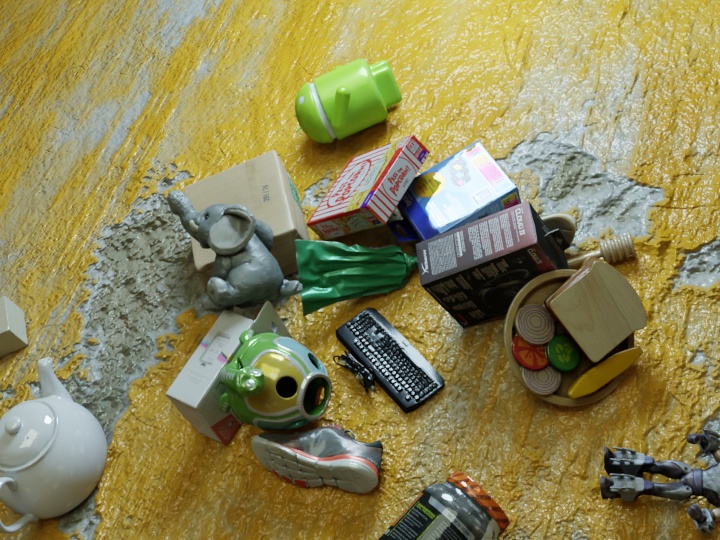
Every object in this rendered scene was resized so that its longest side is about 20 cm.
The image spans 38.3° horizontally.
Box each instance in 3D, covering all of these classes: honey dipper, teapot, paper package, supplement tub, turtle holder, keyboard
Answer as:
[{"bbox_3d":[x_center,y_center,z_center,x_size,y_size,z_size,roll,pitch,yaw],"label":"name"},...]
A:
[{"bbox_3d":[0.308,-0.011,1.546,0.198,0.038,0.038,-17,49,14],"label":"honey dipper"},{"bbox_3d":[-0.495,0.273,1.582,0.197,0.147,0.200,-38,50,-9],"label":"teapot"},{"bbox_3d":[-0.190,-0.074,1.752,0.188,0.104,0.201,-21,48,4],"label":"paper package"},{"bbox_3d":[0.087,0.356,1.294,0.200,0.123,0.122,-44,51,-13],"label":"supplement tub"},{"bbox_3d":[-0.121,0.155,1.491,0.130,0.186,0.142,14,59,31],"label":"turtle holder"},{"bbox_3d":[0.030,0.132,1.546,0.104,0.040,0.200,-38,49,-10],"label":"keyboard"}]

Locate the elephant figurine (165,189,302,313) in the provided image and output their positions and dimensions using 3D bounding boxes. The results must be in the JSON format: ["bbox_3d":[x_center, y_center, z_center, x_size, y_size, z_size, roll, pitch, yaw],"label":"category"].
[{"bbox_3d":[-0.198,-0.045,1.596,0.153,0.141,0.203,-5,80,-28],"label":"elephant figurine"}]

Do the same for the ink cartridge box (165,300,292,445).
[{"bbox_3d":[-0.194,0.145,1.576,0.067,0.117,0.201,18,61,32],"label":"ink cartridge box"}]

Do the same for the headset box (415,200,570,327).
[{"bbox_3d":[0.200,-0.008,1.481,0.198,0.149,0.078,-22,53,22],"label":"headset box"}]

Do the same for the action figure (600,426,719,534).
[{"bbox_3d":[0.399,0.260,1.278,0.197,0.070,0.131,0,49,19],"label":"action figure"}]

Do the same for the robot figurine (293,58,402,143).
[{"bbox_3d":[-0.029,-0.301,1.850,0.198,0.117,0.176,-23,26,6],"label":"robot figurine"}]

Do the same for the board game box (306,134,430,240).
[{"bbox_3d":[0.010,-0.131,1.686,0.199,0.046,0.152,-13,40,58],"label":"board game box"}]

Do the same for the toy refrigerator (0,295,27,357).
[{"bbox_3d":[-0.691,0.129,1.827,0.198,0.070,0.077,-25,56,4],"label":"toy refrigerator"}]

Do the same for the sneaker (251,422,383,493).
[{"bbox_3d":[-0.057,0.257,1.474,0.197,0.078,0.082,10,45,19],"label":"sneaker"}]

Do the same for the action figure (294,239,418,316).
[{"bbox_3d":[0.000,0.000,1.631,0.197,0.120,0.055,-6,10,-5],"label":"action figure"}]

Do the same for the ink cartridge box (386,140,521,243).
[{"bbox_3d":[0.141,-0.099,1.654,0.199,0.077,0.137,-32,49,-1],"label":"ink cartridge box"}]

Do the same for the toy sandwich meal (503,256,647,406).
[{"bbox_3d":[0.293,0.084,1.401,0.202,0.070,0.208,1,80,-5],"label":"toy sandwich meal"}]

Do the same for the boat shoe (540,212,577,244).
[{"bbox_3d":[0.234,-0.041,1.582,0.198,0.073,0.065,-18,7,23],"label":"boat shoe"}]
